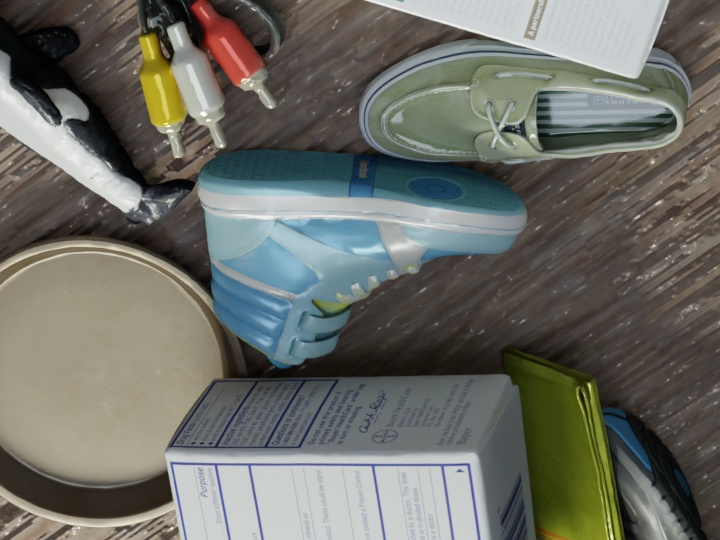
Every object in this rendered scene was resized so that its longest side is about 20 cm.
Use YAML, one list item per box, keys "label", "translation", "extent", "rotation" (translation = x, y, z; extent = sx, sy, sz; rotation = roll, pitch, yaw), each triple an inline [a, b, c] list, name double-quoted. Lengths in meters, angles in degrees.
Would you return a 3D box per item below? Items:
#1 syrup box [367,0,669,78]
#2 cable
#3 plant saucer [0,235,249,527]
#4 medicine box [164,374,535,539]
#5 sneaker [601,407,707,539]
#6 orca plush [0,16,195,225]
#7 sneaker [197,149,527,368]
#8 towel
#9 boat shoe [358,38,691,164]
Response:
- label: "syrup box"
  translation: [0.077, -0.184, 1.485]
  extent: [0.199, 0.079, 0.082]
  rotation: [17, 113, -5]
- label: "cable"
  translation: [-0.116, -0.167, 1.513]
  extent: [0.097, 0.050, 0.201]
  rotation: [-27, 111, 12]
- label: "plant saucer"
  translation: [-0.168, 0.068, 1.628]
  extent: [0.199, 0.029, 0.201]
  rotation: [1, 112, 2]
- label: "medicine box"
  translation: [-0.001, 0.166, 1.574]
  extent: [0.199, 0.103, 0.183]
  rotation: [-1, 114, 17]
- label: "sneaker"
  translation: [0.183, 0.180, 1.640]
  extent: [0.082, 0.073, 0.201]
  rotation: [-25, 108, 16]
- label: "orca plush"
  translation: [-0.177, -0.110, 1.531]
  extent: [0.200, 0.105, 0.071]
  rotation: [35, 75, -16]
- label: "sneaker"
  translation: [0.000, 0.000, 1.568]
  extent: [0.199, 0.080, 0.131]
  rotation: [6, 112, 10]
- label: "towel"
  translation: [0.130, 0.149, 1.629]
  extent: [0.018, 0.086, 0.201]
  rotation: [-26, 117, -32]
- label: "boat shoe"
  translation: [0.096, -0.098, 1.529]
  extent: [0.199, 0.062, 0.072]
  rotation: [-6, 113, 6]
